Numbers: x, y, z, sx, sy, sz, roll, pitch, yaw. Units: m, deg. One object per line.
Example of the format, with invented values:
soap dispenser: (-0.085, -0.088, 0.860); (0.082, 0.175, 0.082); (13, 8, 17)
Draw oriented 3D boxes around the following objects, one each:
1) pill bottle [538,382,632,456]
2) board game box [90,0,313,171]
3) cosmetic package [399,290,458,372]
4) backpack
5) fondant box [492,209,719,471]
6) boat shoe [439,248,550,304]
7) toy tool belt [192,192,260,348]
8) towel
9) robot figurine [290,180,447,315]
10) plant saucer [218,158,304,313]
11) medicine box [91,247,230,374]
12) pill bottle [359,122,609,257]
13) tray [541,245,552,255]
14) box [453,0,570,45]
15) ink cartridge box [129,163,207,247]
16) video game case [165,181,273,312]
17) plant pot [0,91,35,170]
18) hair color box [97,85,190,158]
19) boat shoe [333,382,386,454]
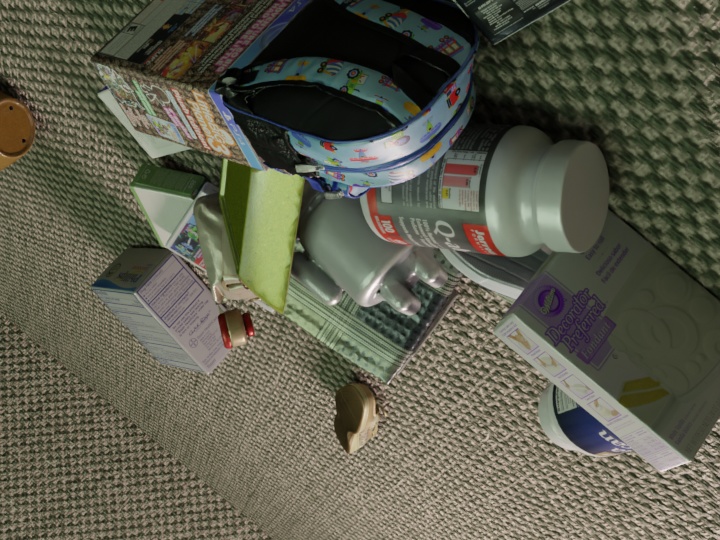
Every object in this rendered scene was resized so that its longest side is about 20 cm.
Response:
pill bottle: (0.258, 0.129, 1.196); (0.111, 0.111, 0.200); (41, 157, -2)
board game box: (-0.128, -0.202, 1.135); (0.200, 0.160, 0.097); (21, 151, 39)
cosmetic package: (0.002, 0.017, 1.397); (0.200, 0.107, 0.090); (37, 157, 4)
backpack: (0.012, -0.145, 0.982); (0.200, 0.183, 0.135); (23, 154, 41)
fondant box: (0.241, 0.059, 1.055); (0.200, 0.144, 0.058); (39, 157, 3)
boat shoe: (0.155, 0.010, 1.137); (0.200, 0.072, 0.062); (32, 154, 12)
toy tool belt: (-0.130, -0.009, 1.465); (0.125, 0.123, 0.200); (-124, 22, -74)
towel: (0.000, 0.000, 1.316); (0.200, 0.035, 0.193); (34, 112, 7)
robot figurine: (0.000, -0.043, 1.217); (0.200, 0.170, 0.113); (46, -179, 14)
plant saucer: (-0.109, -0.090, 1.227); (0.200, 0.048, 0.200); (-110, 24, -47)
medicine box: (-0.324, 0.066, 1.986); (0.182, 0.103, 0.200); (3, 137, 55)
pill bottle: (0.108, -0.073, 1.045); (0.200, 0.116, 0.116); (8, 142, 36)
tray: (0.172, -0.026, 1.164); (0.200, 0.022, 0.107); (40, 156, 1)
box: (0.103, -0.257, 0.825); (0.159, 0.046, 0.200); (45, 157, -12)
ink cartridge box: (-0.208, -0.069, 1.643); (0.200, 0.048, 0.146); (13, 148, 20)
video game case: (-0.161, -0.027, 1.603); (0.182, 0.023, 0.200); (32, 151, -9)
plant pot: (-0.613, -0.217, 1.859); (0.200, 0.187, 0.187); (2, 138, 36)
hair color box: (-0.226, -0.202, 1.409); (0.109, 0.065, 0.200); (51, 157, -21)
boat shoe: (0.001, 0.221, 1.837); (0.073, 0.063, 0.200); (61, 161, 20)
